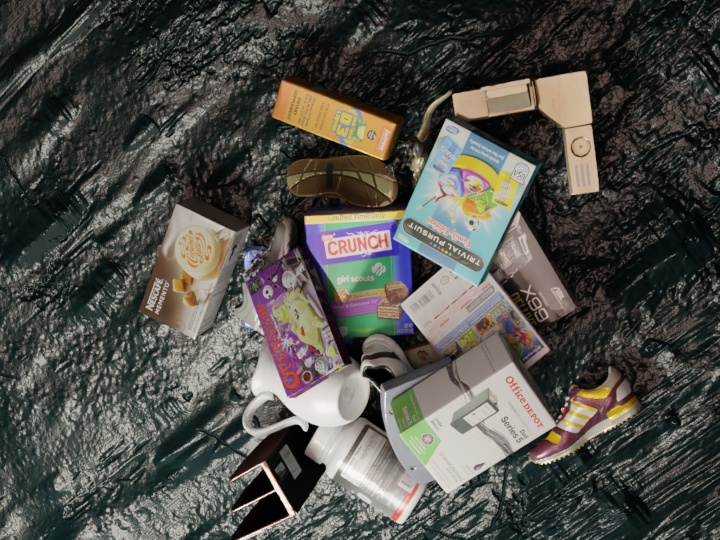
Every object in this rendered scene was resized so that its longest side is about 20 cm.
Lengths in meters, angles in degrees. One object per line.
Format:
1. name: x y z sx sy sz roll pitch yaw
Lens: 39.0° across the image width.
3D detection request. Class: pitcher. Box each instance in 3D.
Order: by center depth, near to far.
1. pitcher: -0.094 0.202 1.636 0.198 0.121 0.174 12 74 39

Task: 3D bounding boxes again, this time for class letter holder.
1. letter holder: -0.157 0.348 1.687 0.141 0.200 0.101 -30 94 18

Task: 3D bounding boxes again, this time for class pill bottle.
1. pill bottle: 0.014 0.317 1.685 0.199 0.114 0.115 32 107 6

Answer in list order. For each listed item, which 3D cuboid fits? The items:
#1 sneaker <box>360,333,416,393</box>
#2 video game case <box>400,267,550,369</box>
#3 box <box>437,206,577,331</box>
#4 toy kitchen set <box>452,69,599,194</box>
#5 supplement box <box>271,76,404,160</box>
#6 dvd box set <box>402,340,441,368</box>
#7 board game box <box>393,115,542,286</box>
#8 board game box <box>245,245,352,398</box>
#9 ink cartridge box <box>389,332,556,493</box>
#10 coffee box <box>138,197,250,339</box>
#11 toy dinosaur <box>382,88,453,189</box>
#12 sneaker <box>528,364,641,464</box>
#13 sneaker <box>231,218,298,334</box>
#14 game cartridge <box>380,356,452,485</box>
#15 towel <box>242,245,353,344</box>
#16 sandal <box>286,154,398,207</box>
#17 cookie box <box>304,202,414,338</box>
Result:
1. sneaker: 0.074 0.190 1.602 0.199 0.080 0.074 38 122 -8
2. video game case: 0.175 0.086 1.561 0.143 0.018 0.201 -40 82 15
3. box: 0.225 0.008 1.601 0.157 0.050 0.202 -30 94 19
4. toy kitchen set: 0.243 -0.193 1.497 0.197 0.163 0.183 -7 100 15
5. supplement box: -0.035 -0.241 1.605 0.197 0.069 0.067 21 108 6
6. dvd box set: 0.149 0.177 1.637 0.198 0.029 0.148 -20 98 32
7. board game box: 0.156 -0.102 1.503 0.150 0.047 0.202 29 111 14
8. board game box: -0.098 0.079 1.566 0.119 0.032 0.202 -34 68 30
9. ink cartridge box: 0.166 0.211 1.504 0.199 0.084 0.146 -34 119 9
10. coffee box: -0.278 -0.004 1.705 0.113 0.080 0.202 26 106 7
11. toy dinosaur: 0.085 -0.183 1.548 0.047 0.088 0.202 40 140 26
12. sneaker: 0.341 0.229 1.616 0.199 0.075 0.091 -33 85 11
13. sneaker: -0.158 0.006 1.656 0.081 0.075 0.202 21 108 4
14. game cartridge: 0.105 0.236 1.575 0.132 0.041 0.202 -22 120 -5
15. towel: -0.103 0.041 1.702 0.197 0.024 0.147 8 104 12
16. sandal: -0.025 -0.144 1.632 0.197 0.054 0.082 6 90 27
17. cookie box: 0.000 0.000 1.625 0.168 0.075 0.203 -3 102 1
